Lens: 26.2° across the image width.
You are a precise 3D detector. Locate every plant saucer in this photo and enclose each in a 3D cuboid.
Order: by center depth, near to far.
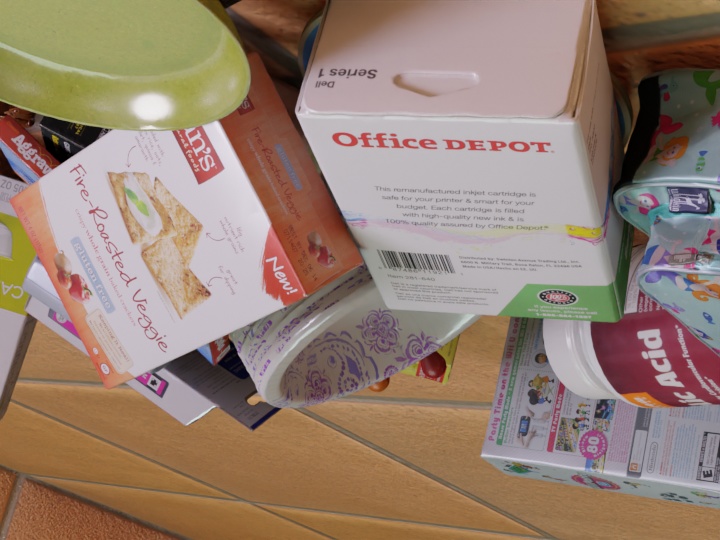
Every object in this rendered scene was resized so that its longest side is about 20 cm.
[{"bbox_3d":[-0.147,-0.127,0.758,0.199,0.031,0.200,11,159,4],"label":"plant saucer"}]

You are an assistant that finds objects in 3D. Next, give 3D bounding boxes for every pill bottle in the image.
[{"bbox_3d":[0.224,0.035,1.046,0.114,0.115,0.200,25,160,-30],"label":"pill bottle"}]

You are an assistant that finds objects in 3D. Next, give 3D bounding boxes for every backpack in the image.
[{"bbox_3d":[0.247,-0.028,0.799,0.199,0.151,0.177,-6,152,38],"label":"backpack"}]

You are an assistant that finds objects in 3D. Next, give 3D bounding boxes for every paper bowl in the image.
[{"bbox_3d":[0.000,0.000,1.054,0.200,0.105,0.201,-25,161,-9],"label":"paper bowl"}]

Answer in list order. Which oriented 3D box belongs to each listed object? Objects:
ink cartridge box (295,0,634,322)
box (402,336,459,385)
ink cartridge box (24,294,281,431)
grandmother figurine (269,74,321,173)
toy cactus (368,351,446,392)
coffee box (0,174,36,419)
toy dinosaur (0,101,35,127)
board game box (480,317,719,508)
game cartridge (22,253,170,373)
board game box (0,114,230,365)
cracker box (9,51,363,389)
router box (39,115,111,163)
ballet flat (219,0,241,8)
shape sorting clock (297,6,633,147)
[{"bbox_3d":[0.065,-0.058,0.837,0.144,0.084,0.200,3,150,18],"label":"ink cartridge box"},{"bbox_3d":[-0.010,0.048,1.395,0.199,0.050,0.075,14,162,2],"label":"box"},{"bbox_3d":[-0.146,0.059,1.158,0.199,0.037,0.095,32,-157,12],"label":"ink cartridge box"},{"bbox_3d":[-0.108,-0.123,0.941,0.200,0.061,0.121,31,164,-35],"label":"grandmother figurine"},{"bbox_3d":[-0.018,0.005,1.214,0.200,0.102,0.165,34,159,53],"label":"toy cactus"},{"bbox_3d":[-0.354,0.006,1.229,0.199,0.199,0.200,18,179,-9],"label":"coffee box"},{"bbox_3d":[-0.280,-0.124,1.072,0.199,0.103,0.135,-26,155,39],"label":"toy dinosaur"},{"bbox_3d":[0.206,0.094,1.193,0.199,0.148,0.064,6,163,29],"label":"board game box"},{"bbox_3d":[-0.164,0.004,1.165,0.133,0.042,0.200,29,-158,10],"label":"game cartridge"},{"bbox_3d":[-0.165,-0.018,1.042,0.200,0.019,0.103,44,168,5],"label":"board game box"},{"bbox_3d":[-0.107,-0.023,0.904,0.199,0.135,0.058,-26,-177,43],"label":"cracker box"},{"bbox_3d":[-0.143,-0.062,1.087,0.149,0.051,0.200,28,168,-1],"label":"router box"},{"bbox_3d":[-0.057,-0.167,0.790,0.199,0.046,0.068,-17,114,50],"label":"ballet flat"},{"bbox_3d":[0.058,-0.100,0.897,0.199,0.039,0.200,13,163,4],"label":"shape sorting clock"}]
